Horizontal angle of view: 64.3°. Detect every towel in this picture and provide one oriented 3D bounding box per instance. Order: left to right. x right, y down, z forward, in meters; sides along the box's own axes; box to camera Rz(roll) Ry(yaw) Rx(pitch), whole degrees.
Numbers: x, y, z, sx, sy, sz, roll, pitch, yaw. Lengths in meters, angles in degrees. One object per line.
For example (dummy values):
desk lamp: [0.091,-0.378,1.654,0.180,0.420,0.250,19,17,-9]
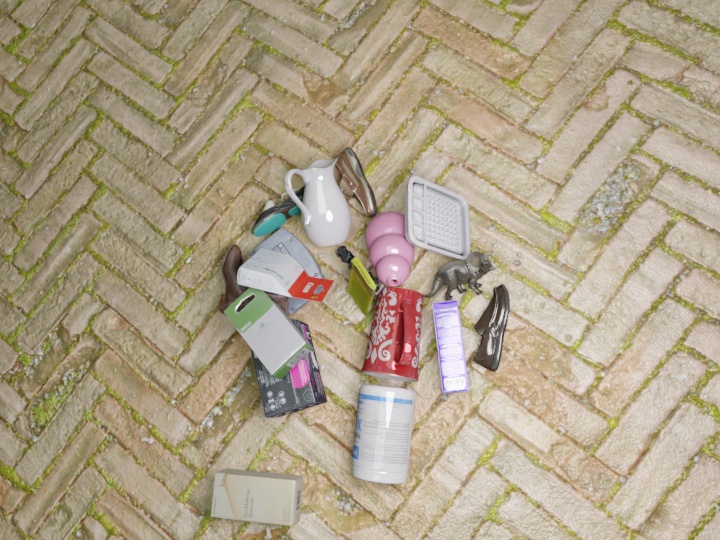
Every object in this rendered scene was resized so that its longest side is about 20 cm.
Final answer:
towel: [-0.001,0.043,1.332,0.018,0.200,0.086,-28,73,-15]

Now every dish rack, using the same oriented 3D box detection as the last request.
dish rack: [0.176,-0.116,1.350,0.043,0.199,0.173,-23,59,50]

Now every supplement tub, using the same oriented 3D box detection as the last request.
supplement tub: [0.052,0.363,1.290,0.131,0.132,0.202,5,79,12]

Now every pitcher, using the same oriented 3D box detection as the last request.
pitcher: [-0.107,-0.158,1.388,0.121,0.171,0.202,4,110,43]

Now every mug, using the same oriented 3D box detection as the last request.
mug: [0.096,0.146,1.317,0.177,0.133,0.202,-7,68,48]

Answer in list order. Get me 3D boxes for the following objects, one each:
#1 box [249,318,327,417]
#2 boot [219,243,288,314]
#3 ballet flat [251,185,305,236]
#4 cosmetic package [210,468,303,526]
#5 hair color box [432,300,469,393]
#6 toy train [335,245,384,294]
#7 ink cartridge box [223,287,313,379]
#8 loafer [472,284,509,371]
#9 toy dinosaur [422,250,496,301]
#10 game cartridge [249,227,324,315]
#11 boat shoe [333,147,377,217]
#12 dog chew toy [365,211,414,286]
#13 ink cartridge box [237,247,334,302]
box: [-0.174,0.235,1.368,0.131,0.115,0.202,-18,74,8]
boot: [-0.254,0.035,1.427,0.199,0.064,0.188,7,94,28]
ballet flat: [-0.200,-0.159,1.482,0.199,0.068,0.069,-29,65,-6]
cosmetic package: [-0.240,0.529,1.343,0.198,0.073,0.105,0,79,10]
hair color box: [0.206,0.177,1.308,0.064,0.109,0.202,-6,78,8]
toy train: [0.000,0.000,1.378,0.034,0.046,0.200,-49,42,5]
ink cartridge box: [-0.210,0.136,1.305,0.104,0.059,0.200,-42,67,-3]
loafer: [0.298,0.128,1.318,0.071,0.073,0.202,10,81,11]
toy dinosaur: [0.231,0.011,1.342,0.199,0.077,0.103,-14,109,27]
game cartridge: [-0.179,-0.004,1.458,0.133,0.041,0.201,-37,75,5]
boat shoe: [-0.016,-0.215,1.454,0.071,0.076,0.201,-26,66,9]
dog chew toy: [0.073,-0.045,1.344,0.123,0.125,0.201,-9,44,9]
ink cartridge box: [-0.168,0.009,1.345,0.198,0.160,0.048,12,109,5]
